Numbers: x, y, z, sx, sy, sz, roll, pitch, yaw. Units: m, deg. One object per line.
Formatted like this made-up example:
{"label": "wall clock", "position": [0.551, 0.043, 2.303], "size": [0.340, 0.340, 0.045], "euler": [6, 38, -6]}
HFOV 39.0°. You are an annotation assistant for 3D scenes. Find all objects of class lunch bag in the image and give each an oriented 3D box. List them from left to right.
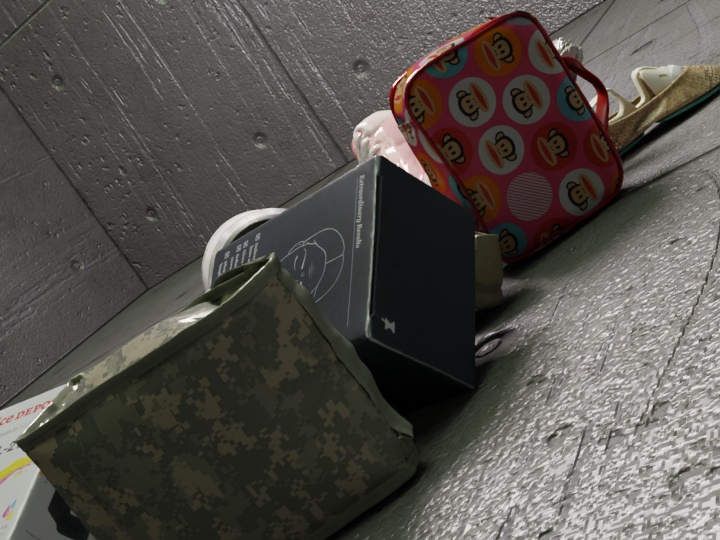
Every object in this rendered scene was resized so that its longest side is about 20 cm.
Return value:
{"label": "lunch bag", "position": [-0.081, 0.100, 0.646], "size": [0.200, 0.164, 0.118], "euler": [-32, 11, 14]}
{"label": "lunch bag", "position": [0.140, -0.125, 0.909], "size": [0.176, 0.200, 0.082], "euler": [-33, 10, -8]}

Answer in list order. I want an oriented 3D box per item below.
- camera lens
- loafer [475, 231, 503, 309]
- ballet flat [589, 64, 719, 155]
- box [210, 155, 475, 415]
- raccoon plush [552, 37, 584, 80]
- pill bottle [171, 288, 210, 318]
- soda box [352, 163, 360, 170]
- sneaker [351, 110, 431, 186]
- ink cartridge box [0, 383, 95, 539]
{"label": "camera lens", "position": [-0.115, 0.003, 1.272], "size": [0.160, 0.160, 0.200], "euler": [-36, 9, -9]}
{"label": "loafer", "position": [0.054, -0.033, 0.883], "size": [0.076, 0.068, 0.200], "euler": [0, 24, -45]}
{"label": "ballet flat", "position": [0.283, -0.168, 1.042], "size": [0.200, 0.065, 0.071], "euler": [-35, 10, -3]}
{"label": "box", "position": [-0.020, 0.032, 0.766], "size": [0.200, 0.107, 0.149], "euler": [-27, 48, 41]}
{"label": "raccoon plush", "position": [0.146, -0.123, 0.987], "size": [0.134, 0.097, 0.200], "euler": [-79, 7, -60]}
{"label": "pill bottle", "position": [-0.123, 0.075, 0.946], "size": [0.200, 0.114, 0.114], "euler": [-39, 10, -29]}
{"label": "soda box", "position": [0.010, -0.077, 1.153], "size": [0.200, 0.064, 0.068], "euler": [-41, -16, -10]}
{"label": "sneaker", "position": [0.039, -0.095, 1.040], "size": [0.105, 0.075, 0.200], "euler": [0, 48, 11]}
{"label": "ink cartridge box", "position": [-0.287, 0.206, 0.842], "size": [0.146, 0.083, 0.200], "euler": [-22, 36, 27]}
